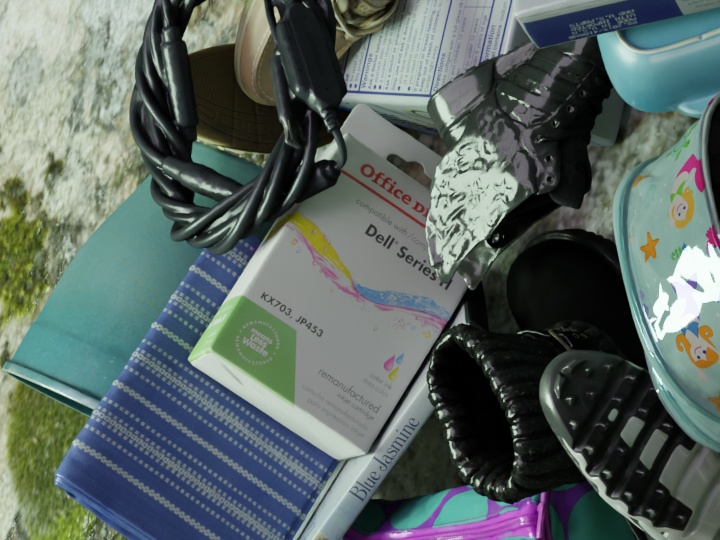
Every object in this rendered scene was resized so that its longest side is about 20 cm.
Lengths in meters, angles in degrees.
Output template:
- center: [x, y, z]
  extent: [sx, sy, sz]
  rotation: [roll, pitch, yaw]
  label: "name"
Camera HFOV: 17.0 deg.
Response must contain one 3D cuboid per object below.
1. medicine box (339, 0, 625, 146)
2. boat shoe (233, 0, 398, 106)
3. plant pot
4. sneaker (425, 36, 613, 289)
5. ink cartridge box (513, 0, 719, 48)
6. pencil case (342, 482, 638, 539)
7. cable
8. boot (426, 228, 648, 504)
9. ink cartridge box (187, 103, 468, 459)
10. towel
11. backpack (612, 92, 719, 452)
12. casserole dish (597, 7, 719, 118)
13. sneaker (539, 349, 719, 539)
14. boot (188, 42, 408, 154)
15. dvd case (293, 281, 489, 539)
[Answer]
- center: [0.081, -0.180, 1.511]
  extent: [0.200, 0.103, 0.182]
  rotation: [9, 85, 55]
  label: "medicine box"
- center: [-0.012, -0.178, 1.487]
  extent: [0.200, 0.071, 0.065]
  rotation: [-58, 38, 22]
  label: "boat shoe"
- center: [-0.101, 0.025, 1.571]
  extent: [0.200, 0.200, 0.188]
  rotation: [15, 77, 55]
  label: "plant pot"
- center: [0.110, -0.079, 1.353]
  extent: [0.200, 0.060, 0.104]
  rotation: [-31, 71, 27]
  label: "sneaker"
- center: [0.174, -0.226, 1.254]
  extent: [0.196, 0.043, 0.200]
  rotation: [-11, 60, 21]
  label: "ink cartridge box"
- center: [0.073, 0.161, 1.407]
  extent: [0.200, 0.092, 0.085]
  rotation: [-20, 63, 49]
  label: "pencil case"
- center: [-0.078, -0.109, 1.465]
  extent: [0.163, 0.051, 0.200]
  rotation: [-41, 56, 34]
  label: "cable"
- center: [0.098, 0.046, 1.343]
  extent: [0.211, 0.158, 0.080]
  rotation: [46, 134, 50]
  label: "boot"
- center: [0.000, 0.000, 1.458]
  extent: [0.200, 0.117, 0.067]
  rotation: [-59, 8, -16]
  label: "ink cartridge box"
- center: [-0.078, 0.088, 1.469]
  extent: [0.200, 0.145, 0.024]
  rotation: [-57, 8, -18]
  label: "towel"
- center: [0.215, 0.007, 1.172]
  extent: [0.151, 0.200, 0.178]
  rotation: [-37, 51, 41]
  label: "backpack"
- center: [0.172, -0.176, 1.279]
  extent: [0.121, 0.039, 0.200]
  rotation: [-19, 61, 18]
  label: "casserole dish"
- center: [0.157, 0.111, 1.239]
  extent: [0.067, 0.200, 0.090]
  rotation: [-57, 19, -15]
  label: "sneaker"
- center: [-0.077, -0.113, 1.626]
  extent: [0.155, 0.200, 0.073]
  rotation: [-2, 95, 55]
  label: "boot"
- center: [0.014, 0.096, 1.482]
  extent: [0.200, 0.018, 0.143]
  rotation: [-55, 7, 11]
  label: "dvd case"
